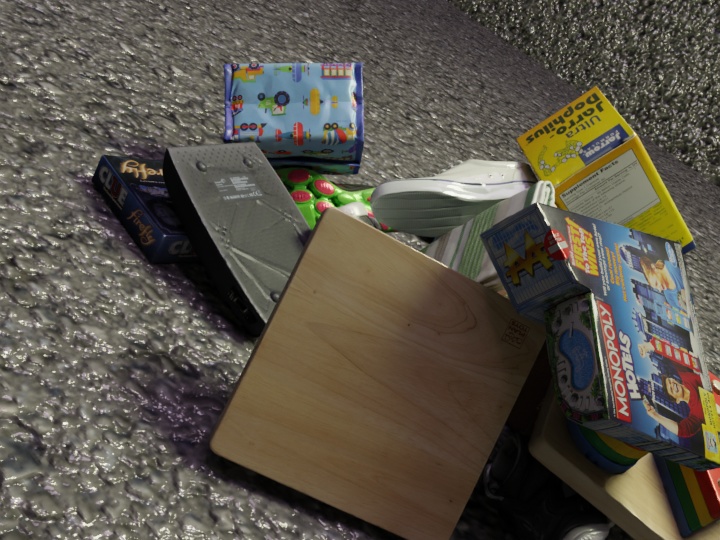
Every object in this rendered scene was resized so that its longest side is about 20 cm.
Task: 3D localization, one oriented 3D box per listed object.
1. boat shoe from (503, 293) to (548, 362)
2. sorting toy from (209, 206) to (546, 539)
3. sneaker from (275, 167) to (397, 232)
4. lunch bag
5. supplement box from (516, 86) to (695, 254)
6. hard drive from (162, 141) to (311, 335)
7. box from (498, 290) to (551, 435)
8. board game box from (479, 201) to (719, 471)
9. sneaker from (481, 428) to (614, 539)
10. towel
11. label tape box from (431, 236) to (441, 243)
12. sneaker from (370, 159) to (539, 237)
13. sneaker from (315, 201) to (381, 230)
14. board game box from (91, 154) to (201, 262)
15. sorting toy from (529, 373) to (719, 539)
[{"bbox_3d":[0.112,0.065,0.793,0.199,0.074,0.063,-17,18,-24],"label":"boat shoe"},{"bbox_3d":[0.013,0.083,0.691,0.200,0.199,0.070,27,-3,-12],"label":"sorting toy"},{"bbox_3d":[-0.034,-0.076,1.070,0.199,0.077,0.084,10,-7,-21],"label":"sneaker"},{"bbox_3d":[-0.074,-0.157,1.024,0.150,0.094,0.200,-1,-13,-2],"label":"lunch bag"},{"bbox_3d":[0.282,-0.088,1.006,0.200,0.109,0.110,47,17,-38],"label":"supplement box"},{"bbox_3d":[-0.107,-0.034,0.860,0.135,0.042,0.200,-15,70,-52],"label":"hard drive"},{"bbox_3d":[0.163,0.084,0.938,0.075,0.100,0.200,-1,39,-46],"label":"box"},{"bbox_3d":[0.182,0.039,0.671,0.199,0.062,0.201,24,52,-32],"label":"board game box"},{"bbox_3d":[0.182,0.186,0.796,0.114,0.076,0.200,41,30,16],"label":"sneaker"},{"bbox_3d":[0.107,-0.004,0.897,0.031,0.200,0.149,46,40,-17],"label":"towel"},{"bbox_3d":[0.173,0.007,1.035,0.066,0.144,0.200,3,36,-45],"label":"label tape box"},{"bbox_3d":[0.106,-0.085,0.979,0.199,0.073,0.071,0,46,-12],"label":"sneaker"},{"bbox_3d":[0.000,0.000,0.952,0.200,0.073,0.112,39,28,-82],"label":"sneaker"},{"bbox_3d":[-0.162,-0.063,0.929,0.200,0.035,0.136,-2,41,-49],"label":"board game box"},{"bbox_3d":[0.267,0.143,0.774,0.200,0.070,0.199,39,36,1],"label":"sorting toy"}]
